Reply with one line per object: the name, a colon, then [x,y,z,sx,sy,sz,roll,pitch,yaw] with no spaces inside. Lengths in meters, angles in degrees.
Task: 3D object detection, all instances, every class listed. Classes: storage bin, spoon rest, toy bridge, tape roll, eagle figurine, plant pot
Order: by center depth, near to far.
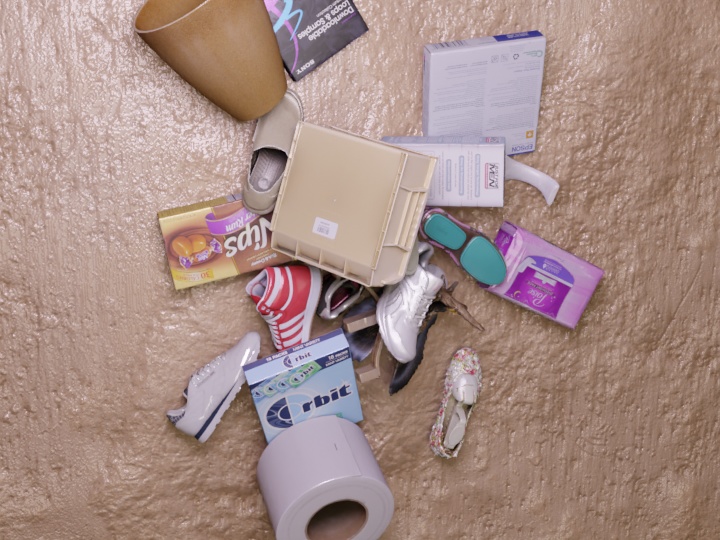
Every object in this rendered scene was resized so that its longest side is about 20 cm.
plant pot: [-0.194,-0.319,1.395,0.185,0.187,0.201,-36,124,-3]
storage bin: [-0.015,-0.099,1.430,0.093,0.198,0.201,2,106,-60]
toy bridge: [0.007,0.079,1.533,0.066,0.027,0.203,-18,108,-16]
tape roll: [-0.059,0.361,1.591,0.200,0.140,0.205,-11,128,-15]
spoon rest: [0.226,-0.158,1.605,0.197,0.061,0.100,13,123,-13]
eagle figurine: [0.077,0.093,1.613,0.200,0.150,0.153,-40,69,29]

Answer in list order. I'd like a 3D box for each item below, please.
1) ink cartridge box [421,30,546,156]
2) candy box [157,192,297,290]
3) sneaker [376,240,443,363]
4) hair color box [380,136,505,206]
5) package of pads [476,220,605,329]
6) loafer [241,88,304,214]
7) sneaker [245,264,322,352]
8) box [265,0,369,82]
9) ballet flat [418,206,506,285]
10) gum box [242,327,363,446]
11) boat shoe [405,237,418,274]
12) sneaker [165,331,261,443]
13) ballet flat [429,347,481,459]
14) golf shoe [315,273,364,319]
ink cartridge box: [0.195,-0.274,1.563,0.193,0.043,0.202,-10,127,-13]
candy box: [-0.206,-0.053,1.515,0.197,0.056,0.118,-13,107,-11]
sneaker: [0.081,0.041,1.510,0.078,0.098,0.203,29,55,-57]
hair color box: [0.129,-0.157,1.536,0.197,0.061,0.101,2,108,10]
package of pads: [0.307,0.011,1.663,0.198,0.076,0.122,24,98,-20]
loafer: [-0.127,-0.185,1.467,0.075,0.068,0.203,14,79,-9]
sneaker: [-0.134,0.082,1.546,0.111,0.071,0.203,3,113,-27]
box: [-0.095,-0.407,1.461,0.142,0.036,0.201,-36,112,-4]
ballet flat: [0.158,-0.048,1.567,0.199,0.071,0.069,33,101,-30]
gum box: [-0.089,0.200,1.575,0.168,0.045,0.202,-20,137,-10]
boat shoe: [0.033,-0.085,1.497,0.065,0.074,0.202,-18,91,32]
sneaker: [-0.231,0.177,1.565,0.080,0.076,0.201,34,89,-3]
ballet flat: [0.174,0.238,1.694,0.075,0.064,0.203,9,101,-17]
golf shoe: [0.000,0.000,1.570,0.077,0.088,0.201,37,92,-19]
